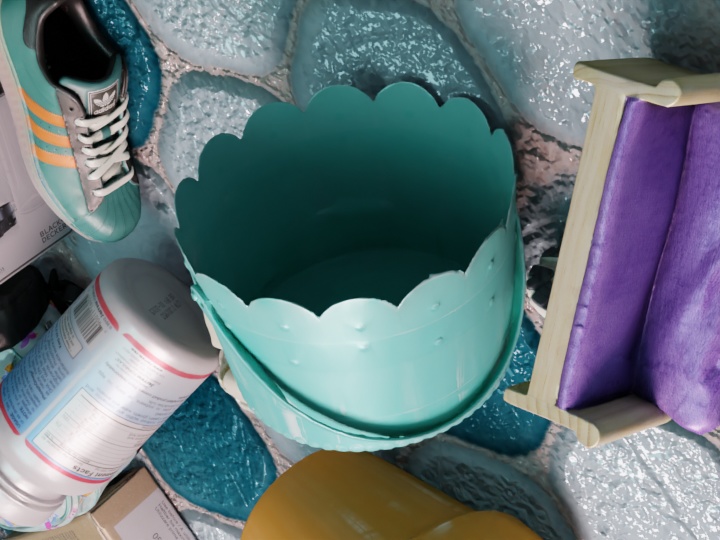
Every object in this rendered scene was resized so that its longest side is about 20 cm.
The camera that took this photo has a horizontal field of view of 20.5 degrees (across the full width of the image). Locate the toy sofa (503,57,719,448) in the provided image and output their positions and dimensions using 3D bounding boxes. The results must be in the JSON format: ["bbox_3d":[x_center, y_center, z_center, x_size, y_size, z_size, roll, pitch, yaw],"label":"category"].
[{"bbox_3d":[0.153,-0.009,1.048,0.098,0.083,0.200,22,109,34],"label":"toy sofa"}]

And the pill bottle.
[{"bbox_3d":[-0.200,0.093,1.453,0.109,0.109,0.200,46,109,4],"label":"pill bottle"}]

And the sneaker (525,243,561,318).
[{"bbox_3d":[0.188,0.043,1.147,0.200,0.078,0.080,27,157,33],"label":"sneaker"}]

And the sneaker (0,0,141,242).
[{"bbox_3d":[-0.194,-0.107,1.376,0.080,0.071,0.200,4,123,48],"label":"sneaker"}]

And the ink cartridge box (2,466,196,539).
[{"bbox_3d":[-0.192,0.278,1.699,0.165,0.075,0.200,-23,104,49],"label":"ink cartridge box"}]

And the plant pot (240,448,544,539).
[{"bbox_3d":[0.018,0.221,1.370,0.183,0.200,0.200,41,145,37],"label":"plant pot"}]

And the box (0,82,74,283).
[{"bbox_3d":[-0.291,-0.091,1.451,0.060,0.117,0.200,17,134,38],"label":"box"}]

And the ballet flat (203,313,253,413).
[{"bbox_3d":[-0.079,0.049,1.401,0.069,0.069,0.200,15,131,36],"label":"ballet flat"}]

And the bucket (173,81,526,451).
[{"bbox_3d":[0.000,0.000,1.179,0.207,0.207,0.135,22,142,31],"label":"bucket"}]

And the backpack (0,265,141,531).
[{"bbox_3d":[-0.272,0.107,1.592,0.167,0.127,0.200,-7,119,44],"label":"backpack"}]
